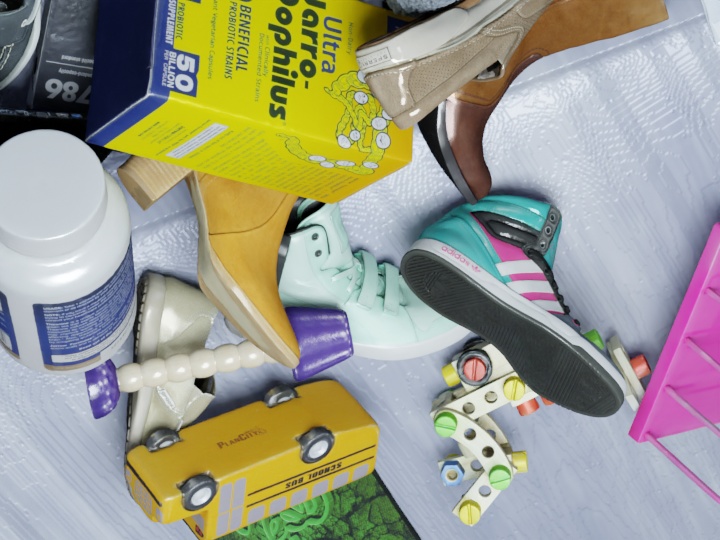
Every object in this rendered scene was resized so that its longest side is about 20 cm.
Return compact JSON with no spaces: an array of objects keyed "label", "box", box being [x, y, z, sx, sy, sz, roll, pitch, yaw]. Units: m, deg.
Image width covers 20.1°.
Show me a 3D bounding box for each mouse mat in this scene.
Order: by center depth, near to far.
[{"label":"mouse mat","box":[-0.044,0.224,1.716,0.160,0.008,0.201,-28,121,6]}]

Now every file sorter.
[{"label":"file sorter","box":[0.330,0.073,1.601,0.138,0.125,0.201,-8,127,-40]}]

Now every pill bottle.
[{"label":"pill bottle","box":[-0.213,-0.014,1.408,0.110,0.112,0.200,-7,155,-7]}]

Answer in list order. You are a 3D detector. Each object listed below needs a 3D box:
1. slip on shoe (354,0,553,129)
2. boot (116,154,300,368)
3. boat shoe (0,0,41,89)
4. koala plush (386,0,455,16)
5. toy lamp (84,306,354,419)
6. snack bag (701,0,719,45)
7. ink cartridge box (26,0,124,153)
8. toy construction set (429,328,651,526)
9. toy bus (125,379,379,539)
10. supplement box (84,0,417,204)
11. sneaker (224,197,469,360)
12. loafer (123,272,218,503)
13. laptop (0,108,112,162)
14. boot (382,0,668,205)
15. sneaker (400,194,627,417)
[{"label":"slip on shoe","box":[0.080,-0.158,1.372,0.076,0.200,0.061,-14,104,47]},{"label":"boot","box":[-0.065,-0.046,1.460,0.144,0.071,0.202,-41,99,-19]},{"label":"boat shoe","box":[-0.246,-0.195,1.368,0.075,0.060,0.201,31,120,6]},{"label":"koala plush","box":[0.082,-0.277,1.353,0.199,0.184,0.178,-25,124,-10]},{"label":"toy lamp","box":[-0.104,0.065,1.506,0.198,0.058,0.059,-10,122,-4]},{"label":"snack bag","box":[0.316,-0.281,1.474,0.187,0.021,0.201,-24,122,4]},{"label":"ink cartridge box","box":[-0.176,-0.167,1.433,0.099,0.039,0.201,6,120,-16]},{"label":"toy construction set","box":[0.139,0.105,1.630,0.199,0.092,0.132,-29,98,-2]},{"label":"toy bus","box":[-0.083,0.149,1.575,0.199,0.065,0.079,-20,137,-29]},{"label":"supplement box","box":[-0.072,-0.129,1.375,0.199,0.110,0.109,13,161,-29]},{"label":"sneaker","box":[0.000,0.000,1.545,0.198,0.074,0.119,2,127,-10]},{"label":"loafer","box":[-0.147,0.098,1.577,0.068,0.076,0.202,4,120,-7]},{"label":"laptop","box":[-0.293,-0.101,1.426,0.199,0.104,0.177,0,150,-38]},{"label":"boot","box":[0.132,-0.160,1.500,0.199,0.069,0.190,-23,115,-6]},{"label":"sneaker","box":[0.136,0.014,1.553,0.200,0.121,0.084,38,143,-2]}]
